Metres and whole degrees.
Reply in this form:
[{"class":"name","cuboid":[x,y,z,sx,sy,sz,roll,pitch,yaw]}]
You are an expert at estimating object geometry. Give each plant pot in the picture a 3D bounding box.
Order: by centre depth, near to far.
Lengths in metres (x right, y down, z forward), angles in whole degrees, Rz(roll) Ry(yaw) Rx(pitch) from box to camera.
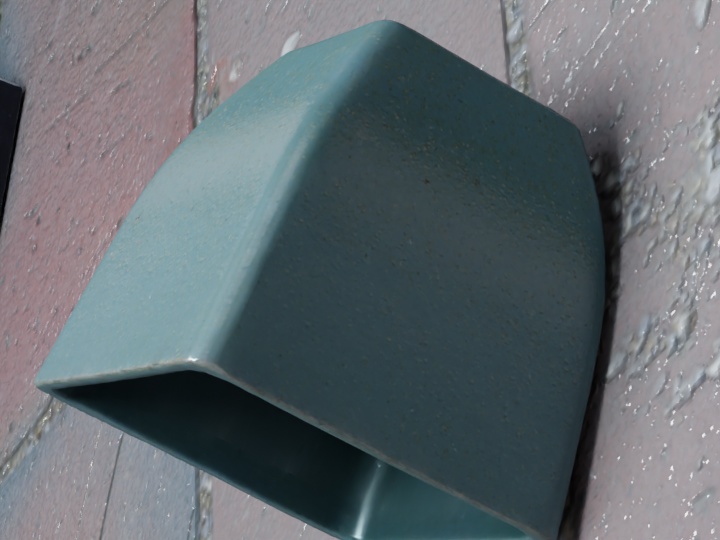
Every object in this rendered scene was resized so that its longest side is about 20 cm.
[{"class":"plant pot","cuboid":[0.000,0.000,1.382,0.196,0.196,0.200,-10,55,62]}]

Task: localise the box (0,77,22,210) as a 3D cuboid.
[{"class":"box","cuboid":[-0.347,-0.036,2.211,0.182,0.104,0.200,-31,45,53]}]
